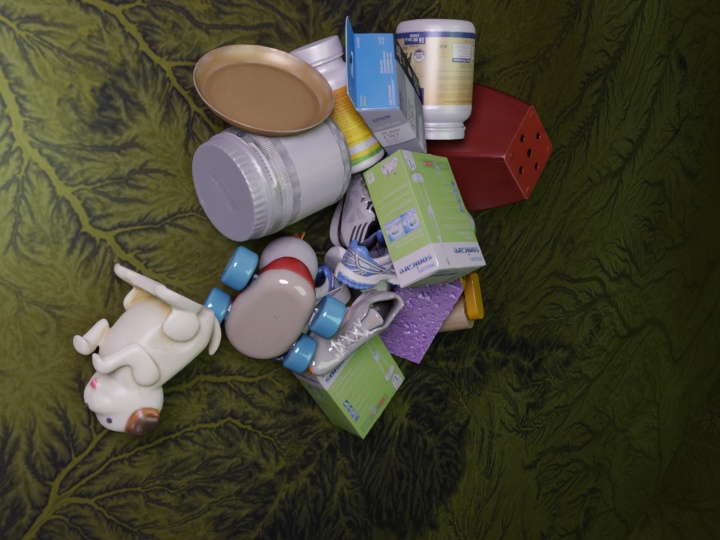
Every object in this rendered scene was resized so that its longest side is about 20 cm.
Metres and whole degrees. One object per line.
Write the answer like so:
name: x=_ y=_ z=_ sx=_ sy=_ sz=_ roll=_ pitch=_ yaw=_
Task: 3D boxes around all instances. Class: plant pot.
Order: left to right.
plant pot: x=-0.136 y=-0.250 z=0.970 sx=0.199 sy=0.200 sz=0.028 roll=-30 pitch=154 yaw=-38
plant pot: x=0.268 y=-0.243 z=1.395 sx=0.200 sy=0.175 sz=0.201 roll=46 pitch=68 yaw=-43

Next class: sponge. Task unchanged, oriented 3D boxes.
sponge: x=0.101 y=0.085 z=1.304 sx=0.030 sy=0.111 sz=0.201 roll=-83 pitch=-164 yaw=-56

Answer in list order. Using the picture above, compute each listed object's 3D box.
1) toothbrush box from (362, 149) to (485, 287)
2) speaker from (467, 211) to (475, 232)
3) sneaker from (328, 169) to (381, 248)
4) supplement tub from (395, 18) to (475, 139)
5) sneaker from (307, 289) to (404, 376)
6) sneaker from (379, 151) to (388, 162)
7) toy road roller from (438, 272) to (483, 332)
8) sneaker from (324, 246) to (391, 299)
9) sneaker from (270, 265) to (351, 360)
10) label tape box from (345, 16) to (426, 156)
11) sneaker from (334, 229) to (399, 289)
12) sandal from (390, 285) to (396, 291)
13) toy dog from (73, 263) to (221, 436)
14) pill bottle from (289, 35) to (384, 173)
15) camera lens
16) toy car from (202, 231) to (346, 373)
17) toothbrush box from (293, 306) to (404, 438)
toothbrush box: x=0.105 y=-0.083 z=1.122 sx=0.145 sy=0.086 sz=0.202 roll=-5 pitch=71 yaw=-51
speaker: x=0.155 y=-0.117 z=1.375 sx=0.200 sy=0.088 sz=0.089 roll=35 pitch=75 yaw=-46
sneaker: x=0.015 y=-0.132 z=1.198 sx=0.075 sy=0.115 sz=0.203 roll=2 pitch=99 yaw=-47
supplement tub: x=0.132 y=-0.342 z=1.244 sx=0.144 sy=0.144 sz=0.202 roll=-14 pitch=110 yaw=-44
sneaker: x=-0.010 y=0.094 z=1.125 sx=0.200 sy=0.092 sz=0.076 roll=-43 pitch=101 yaw=-26
sneaker: x=0.069 y=-0.122 z=1.240 sx=0.078 sy=0.089 sz=0.202 roll=-1 pitch=108 yaw=-4
toy road roller: x=0.152 y=0.021 z=1.333 sx=0.146 sy=0.122 sz=0.202 roll=-5 pitch=85 yaw=-65
sneaker: x=0.000 y=0.000 z=1.256 sx=0.081 sy=0.070 sz=0.200 roll=-61 pitch=143 yaw=-13
sneaker: x=-0.103 y=0.068 z=1.170 sx=0.200 sy=0.077 sz=0.086 roll=-51 pitch=123 yaw=-35
label tape box: x=0.042 y=-0.286 z=1.081 sx=0.200 sy=0.065 sz=0.145 roll=45 pitch=39 yaw=-59
sneaker: x=0.051 y=-0.025 z=1.158 sx=0.199 sy=0.077 sz=0.086 roll=-11 pitch=129 yaw=-43
sandal: x=0.084 y=0.067 z=1.375 sx=0.082 sy=0.050 sz=0.205 roll=-8 pitch=106 yaw=-46
toy dog: x=-0.297 y=0.119 z=0.935 sx=0.201 sy=0.139 sz=0.194 roll=-63 pitch=150 yaw=-8
pill bottle: x=-0.041 y=-0.261 z=1.098 sx=0.111 sy=0.110 sz=0.202 roll=-36 pitch=117 yaw=-35
camera lens: x=-0.124 y=-0.147 z=1.011 sx=0.199 sy=0.159 sz=0.162 roll=-31 pitch=122 yaw=-38
toy car: x=-0.127 y=0.022 z=1.084 sx=0.183 sy=0.177 sz=0.201 roll=29 pitch=34 yaw=-14
toothbrush box: x=-0.022 y=0.183 z=1.255 sx=0.146 sy=0.086 sz=0.201 roll=-52 pitch=134 yaw=-24
